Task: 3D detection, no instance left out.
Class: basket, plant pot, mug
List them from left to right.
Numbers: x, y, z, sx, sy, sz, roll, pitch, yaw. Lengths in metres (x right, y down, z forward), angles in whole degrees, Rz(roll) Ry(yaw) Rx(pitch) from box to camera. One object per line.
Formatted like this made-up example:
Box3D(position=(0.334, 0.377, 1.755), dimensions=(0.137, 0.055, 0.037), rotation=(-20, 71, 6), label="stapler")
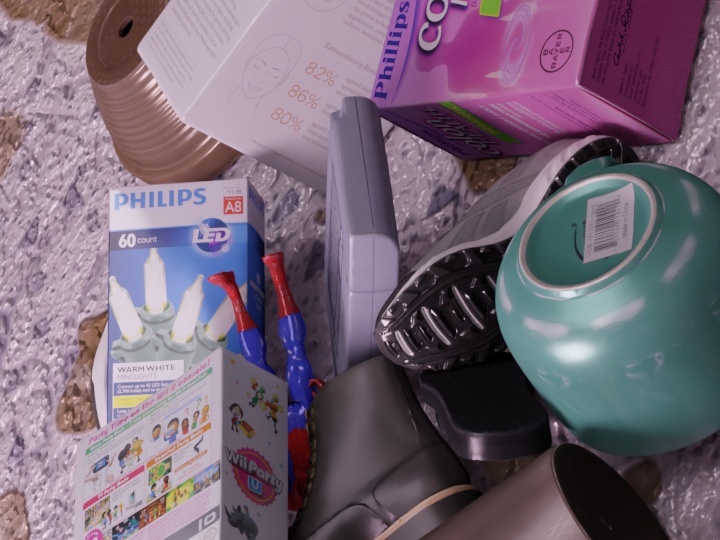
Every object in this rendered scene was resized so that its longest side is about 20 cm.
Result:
Box3D(position=(-0.147, -0.169, 2.016), dimensions=(0.201, 0.093, 0.201), rotation=(-27, 52, 40), label="plant pot")
Box3D(position=(0.076, 0.202, 1.507), dimensions=(0.200, 0.136, 0.180), rotation=(-41, 17, 20), label="basket")
Box3D(position=(0.145, 0.008, 1.507), dimensions=(0.152, 0.114, 0.185), rotation=(-47, 39, -11), label="mug")

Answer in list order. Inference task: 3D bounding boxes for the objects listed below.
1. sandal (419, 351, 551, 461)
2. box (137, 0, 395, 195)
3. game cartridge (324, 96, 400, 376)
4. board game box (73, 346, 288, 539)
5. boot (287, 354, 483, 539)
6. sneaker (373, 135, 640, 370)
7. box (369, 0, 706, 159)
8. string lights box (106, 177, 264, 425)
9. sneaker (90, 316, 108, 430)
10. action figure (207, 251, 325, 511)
Box3D(position=(0.075, 0.090, 1.578), dimensions=(0.200, 0.075, 0.048), rotation=(-90, -5, -77), label="sandal")
Box3D(position=(-0.030, -0.179, 1.831), dimensions=(0.200, 0.152, 0.106), rotation=(-52, 39, 15), label="box")
Box3D(position=(0.000, 0.000, 1.699), dimensions=(0.200, 0.041, 0.133), rotation=(93, 175, -54), label="game cartridge")
Box3D(position=(-0.113, 0.169, 1.629), dimensions=(0.147, 0.064, 0.200), rotation=(-33, 43, 34), label="board game box")
Box3D(position=(-0.027, 0.149, 1.641), dimensions=(0.200, 0.077, 0.139), rotation=(-30, 64, 9), label="boot")
Box3D(position=(0.088, -0.010, 1.635), dimensions=(0.200, 0.074, 0.079), rotation=(-40, 22, -13), label="sneaker")
Box3D(position=(0.121, -0.175, 1.693), dimensions=(0.200, 0.097, 0.176), rotation=(-2, 68, 50), label="box")
Box3D(position=(-0.120, 0.042, 1.801), dimensions=(0.102, 0.059, 0.201), rotation=(-4, 75, 10), label="string lights box")
Box3D(position=(-0.127, 0.041, 1.886), dimensions=(0.121, 0.083, 0.201), rotation=(-30, 47, 50), label="sneaker")
Box3D(position=(-0.047, 0.091, 1.731), dimensions=(0.065, 0.052, 0.201), rotation=(-20, 87, 8), label="action figure")
